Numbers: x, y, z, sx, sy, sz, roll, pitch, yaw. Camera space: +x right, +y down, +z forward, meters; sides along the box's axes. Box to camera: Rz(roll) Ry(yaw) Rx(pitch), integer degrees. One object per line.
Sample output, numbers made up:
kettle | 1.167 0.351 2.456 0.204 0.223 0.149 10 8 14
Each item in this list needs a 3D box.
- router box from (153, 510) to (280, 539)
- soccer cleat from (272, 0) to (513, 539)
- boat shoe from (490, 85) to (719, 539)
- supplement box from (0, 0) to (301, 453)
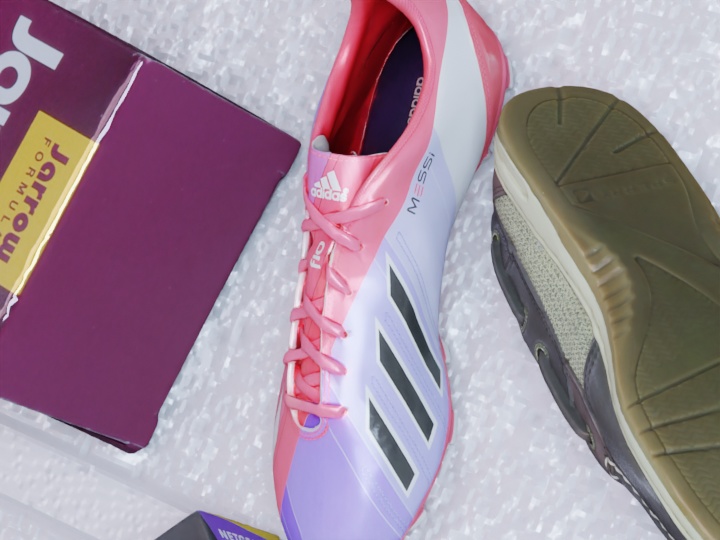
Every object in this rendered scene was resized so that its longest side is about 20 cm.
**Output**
router box | -0.088 0.201 0.876 0.200 0.052 0.158 -37 58 19
soccer cleat | 0.000 0.000 0.866 0.066 0.076 0.201 8 79 35
boat shoe | 0.093 0.030 0.802 0.066 0.071 0.201 101 151 -47
supplement box | -0.142 -0.041 0.959 0.200 0.103 0.131 29 90 36
